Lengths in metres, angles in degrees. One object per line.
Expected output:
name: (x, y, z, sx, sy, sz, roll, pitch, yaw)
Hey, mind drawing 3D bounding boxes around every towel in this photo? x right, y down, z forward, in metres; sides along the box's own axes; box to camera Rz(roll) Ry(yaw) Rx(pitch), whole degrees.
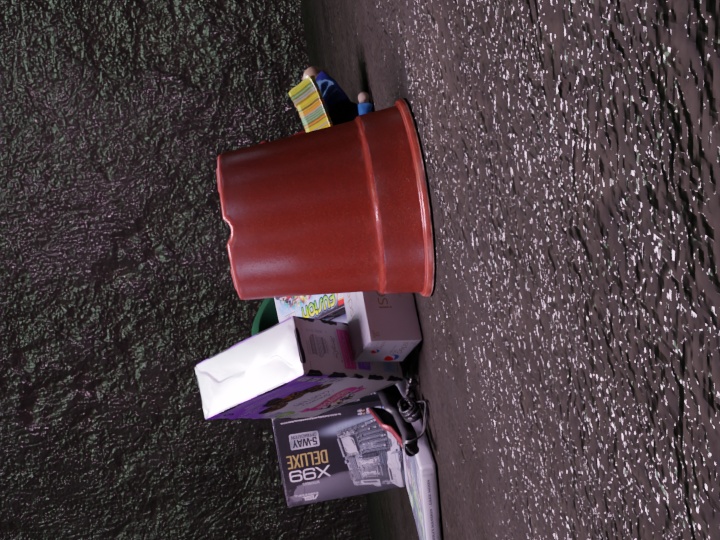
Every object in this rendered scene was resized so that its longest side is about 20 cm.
towel: (-0.046, -0.160, 1.257, 0.202, 0.018, 0.086, 70, 161, -3)

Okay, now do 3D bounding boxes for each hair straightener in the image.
hair straightener: (0.048, 0.171, 1.150, 0.200, 0.040, 0.078, -129, 51, -79)

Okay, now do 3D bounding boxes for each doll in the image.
doll: (-0.026, -0.192, 1.272, 0.201, 0.048, 0.137, 54, 134, 37)

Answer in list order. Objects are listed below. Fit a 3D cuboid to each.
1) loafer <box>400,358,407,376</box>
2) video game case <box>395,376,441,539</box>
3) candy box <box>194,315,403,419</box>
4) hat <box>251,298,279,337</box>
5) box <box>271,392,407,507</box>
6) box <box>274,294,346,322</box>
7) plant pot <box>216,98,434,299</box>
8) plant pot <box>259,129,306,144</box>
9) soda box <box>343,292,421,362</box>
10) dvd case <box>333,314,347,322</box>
loafer: (0.024, 0.077, 1.228, 0.073, 0.071, 0.202, -101, 5, -46)
video game case: (0.077, 0.271, 1.225, 0.201, 0.023, 0.184, -106, 8, -63)
candy box: (-0.071, 0.125, 1.136, 0.199, 0.167, 0.072, 11, -122, -52)
hat: (-0.064, 0.107, 1.487, 0.176, 0.199, 0.167, 40, -148, -28)
box: (-0.022, 0.251, 1.340, 0.050, 0.197, 0.160, -108, 10, -64)
box: (-0.059, 0.014, 1.249, 0.199, 0.034, 0.112, -28, 72, 55)
plant pot: (-0.039, -0.058, 0.935, 0.201, 0.192, 0.204, 171, 90, -86)
plant pot: (-0.069, -0.122, 1.411, 0.200, 0.180, 0.203, 173, 90, -85)
soda box: (0.016, 0.005, 1.111, 0.064, 0.067, 0.202, 124, 141, -55)
dvd case: (-0.055, 0.146, 1.354, 0.143, 0.200, 0.018, 43, -160, -1)
